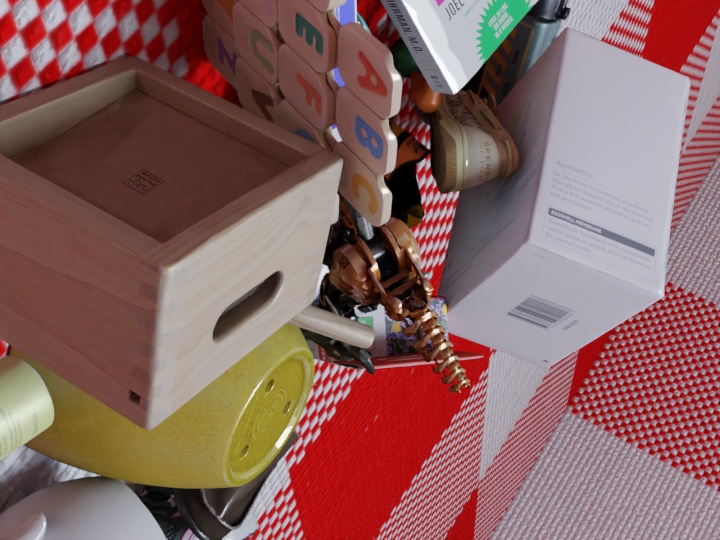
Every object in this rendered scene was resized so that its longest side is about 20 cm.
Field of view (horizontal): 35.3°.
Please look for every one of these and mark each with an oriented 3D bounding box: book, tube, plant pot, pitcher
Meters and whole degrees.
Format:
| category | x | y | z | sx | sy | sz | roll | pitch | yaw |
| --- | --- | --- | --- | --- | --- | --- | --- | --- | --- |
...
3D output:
| category | x | y | z | sx | sy | sz | roll | pitch | yaw |
| --- | --- | --- | --- | --- | --- | --- | --- | --- | --- |
| book | 0.052 | -0.246 | 0.803 | 0.134 | 0.048 | 0.200 | -50 | 127 | -20 |
| tube | -0.258 | 0.117 | 0.618 | 0.200 | 0.052 | 0.058 | -36 | 107 | -43 |
| plant pot | -0.116 | 0.067 | 0.764 | 0.200 | 0.141 | 0.201 | -50 | 156 | -31 |
| pitcher | -0.223 | 0.207 | 0.724 | 0.199 | 0.121 | 0.172 | -35 | 145 | -31 |

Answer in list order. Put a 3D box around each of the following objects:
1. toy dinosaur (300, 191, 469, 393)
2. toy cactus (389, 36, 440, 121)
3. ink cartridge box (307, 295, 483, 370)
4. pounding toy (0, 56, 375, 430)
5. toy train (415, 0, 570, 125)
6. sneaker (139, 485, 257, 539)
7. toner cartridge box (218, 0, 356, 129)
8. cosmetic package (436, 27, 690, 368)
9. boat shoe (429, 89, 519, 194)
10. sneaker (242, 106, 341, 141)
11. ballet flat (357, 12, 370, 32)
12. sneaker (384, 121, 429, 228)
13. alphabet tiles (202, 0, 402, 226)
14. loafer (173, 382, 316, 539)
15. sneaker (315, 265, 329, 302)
| category | x | y | z | sx | sy | sz | roll | pitch | yaw |
| --- | --- | --- | --- | --- | --- | --- | --- | --- | --- |
| toy dinosaur | 0.000 | 0.000 | 0.752 | 0.101 | 0.201 | 0.136 | -11 | 151 | -7 |
| toy cactus | 0.050 | -0.217 | 0.933 | 0.165 | 0.101 | 0.201 | -65 | 170 | -65 |
| ink cartridge box | 0.012 | 0.047 | 0.954 | 0.200 | 0.108 | 0.051 | -179 | -95 | -69 |
| pounding toy | -0.102 | -0.010 | 0.641 | 0.200 | 0.183 | 0.143 | -38 | 149 | -50 |
| toy train | 0.128 | -0.199 | 1.077 | 0.085 | 0.113 | 0.201 | -34 | 145 | -54 |
| sneaker | -0.160 | 0.198 | 0.949 | 0.200 | 0.080 | 0.087 | -17 | 111 | -64 |
| toner cartridge box | -0.046 | -0.185 | 0.660 | 0.043 | 0.095 | 0.201 | -27 | 140 | -25 |
| cosmetic package | 0.162 | -0.054 | 0.947 | 0.199 | 0.122 | 0.201 | 130 | -22 | -62 |
| boat shoe | 0.090 | -0.108 | 0.948 | 0.200 | 0.062 | 0.074 | -89 | 177 | -67 |
| sneaker | -0.042 | -0.107 | 0.865 | 0.200 | 0.074 | 0.088 | 58 | 47 | -72 |
| ballet flat | -0.035 | -0.181 | 0.782 | 0.068 | 0.068 | 0.201 | -44 | 144 | -20 |
| sneaker | 0.012 | -0.045 | 1.017 | 0.070 | 0.090 | 0.201 | -43 | 152 | -42 |
| alphabet tiles | -0.044 | -0.120 | 0.651 | 0.015 | 0.196 | 0.201 | -27 | 145 | -26 |
| loafer | -0.093 | 0.137 | 0.946 | 0.073 | 0.071 | 0.201 | 50 | 37 | -25 |
| sneaker | -0.102 | 0.043 | 0.902 | 0.088 | 0.075 | 0.201 | 40 | 76 | -52 |
